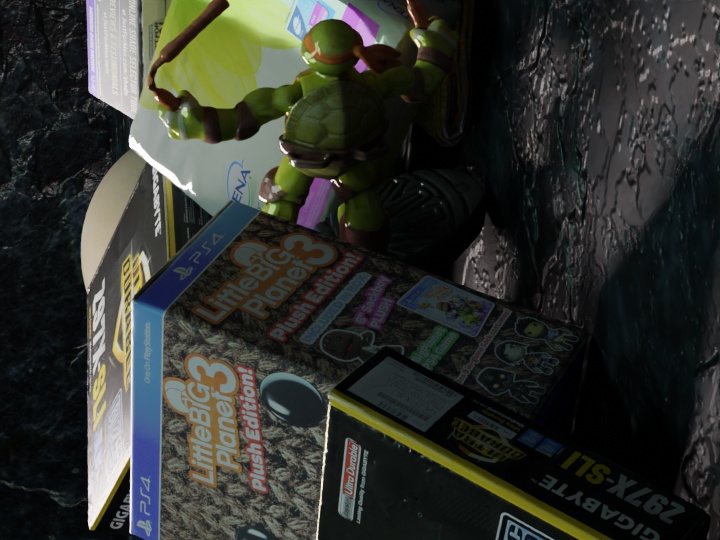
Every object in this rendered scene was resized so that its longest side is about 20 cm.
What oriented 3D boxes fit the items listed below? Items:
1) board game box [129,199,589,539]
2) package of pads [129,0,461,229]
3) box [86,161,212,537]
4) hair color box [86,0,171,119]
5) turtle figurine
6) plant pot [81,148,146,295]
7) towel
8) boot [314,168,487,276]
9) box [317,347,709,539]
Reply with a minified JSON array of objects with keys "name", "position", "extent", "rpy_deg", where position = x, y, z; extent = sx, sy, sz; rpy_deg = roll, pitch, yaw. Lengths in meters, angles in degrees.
[{"name":"board game box","position":[-0.006,0.083,0.921],"extent":[0.097,0.199,0.160],"rpy_deg":[-49,-28,-47]},{"name":"package of pads","position":[-0.046,-0.110,1.064],"extent":[0.154,0.068,0.200],"rpy_deg":[39,131,19]},{"name":"box","position":[-0.125,0.039,1.151],"extent":[0.160,0.049,0.201],"rpy_deg":[120,153,-42]},{"name":"hair color box","position":[-0.081,-0.180,1.206],"extent":[0.065,0.200,0.110],"rpy_deg":[29,129,37]},{"name":"turtle figurine","position":[-0.008,-0.072,0.946],"extent":[0.064,0.199,0.162],"rpy_deg":[57,155,37]},{"name":"plant pot","position":[-0.092,-0.016,1.360],"extent":[0.134,0.199,0.201],"rpy_deg":[169,96,-68]},{"name":"towel","position":[0.034,-0.164,1.104],"extent":[0.200,0.023,0.144],"rpy_deg":[-124,32,-68]},{"name":"boot","position":[0.019,0.053,1.082],"extent":[0.066,0.164,0.200],"rpy_deg":[54,171,47]},{"name":"box","position":[0.055,0.151,0.808],"extent":[0.159,0.049,0.201],"rpy_deg":[26,131,23]}]
